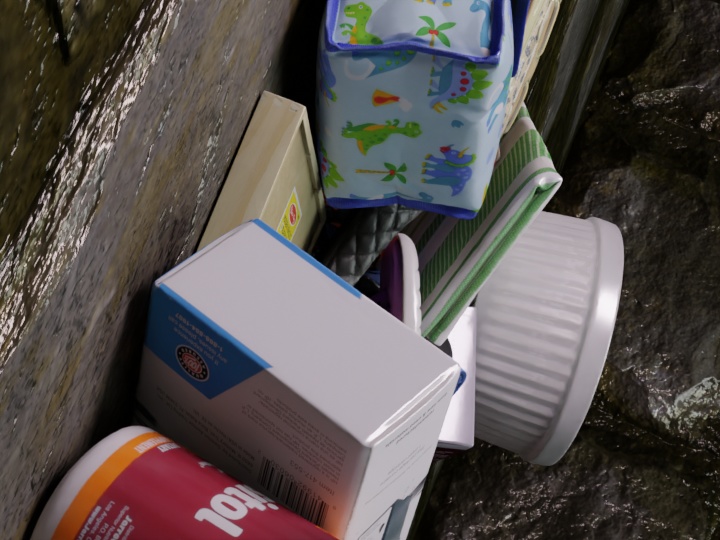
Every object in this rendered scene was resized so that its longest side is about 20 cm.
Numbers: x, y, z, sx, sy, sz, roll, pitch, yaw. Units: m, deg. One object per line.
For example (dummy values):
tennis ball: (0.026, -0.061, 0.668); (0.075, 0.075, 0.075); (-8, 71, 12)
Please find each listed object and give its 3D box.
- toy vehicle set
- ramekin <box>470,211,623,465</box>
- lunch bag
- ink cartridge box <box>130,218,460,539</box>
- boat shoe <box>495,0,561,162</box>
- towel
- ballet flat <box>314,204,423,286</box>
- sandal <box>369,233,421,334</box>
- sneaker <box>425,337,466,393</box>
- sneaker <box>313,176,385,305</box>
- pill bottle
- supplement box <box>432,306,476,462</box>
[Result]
toy vehicle set: (-0.060, -0.012, 1.185); (0.200, 0.026, 0.125); (82, 29, -73)
ramekin: (0.125, 0.044, 1.559); (0.200, 0.104, 0.201); (-164, -90, -83)
lunch bag: (0.040, -0.159, 1.210); (0.170, 0.127, 0.201); (95, 0, -57)
ink cartridge box: (-0.045, 0.097, 1.053); (0.086, 0.146, 0.201); (-37, 154, -38)
boat shoe: (0.087, -0.131, 1.343); (0.063, 0.073, 0.201); (-5, 129, -52)
towel: (0.078, -0.043, 1.383); (0.153, 0.023, 0.200); (-55, -165, 15)
ballet flat: (0.000, 0.000, 1.285); (0.201, 0.057, 0.066); (-57, -171, 6)
sandal: (0.007, 0.073, 1.311); (0.082, 0.049, 0.204); (150, -54, -75)
sneaker: (-0.026, 0.095, 1.389); (0.199, 0.078, 0.070); (-30, 157, -9)
sneaker: (0.002, -0.026, 1.413); (0.200, 0.075, 0.079); (95, 14, -66)
pill bottle: (-0.057, 0.169, 0.965); (0.113, 0.199, 0.113); (-51, 159, -29)
supplement box: (0.022, 0.097, 1.524); (0.200, 0.061, 0.110); (145, -50, -64)
